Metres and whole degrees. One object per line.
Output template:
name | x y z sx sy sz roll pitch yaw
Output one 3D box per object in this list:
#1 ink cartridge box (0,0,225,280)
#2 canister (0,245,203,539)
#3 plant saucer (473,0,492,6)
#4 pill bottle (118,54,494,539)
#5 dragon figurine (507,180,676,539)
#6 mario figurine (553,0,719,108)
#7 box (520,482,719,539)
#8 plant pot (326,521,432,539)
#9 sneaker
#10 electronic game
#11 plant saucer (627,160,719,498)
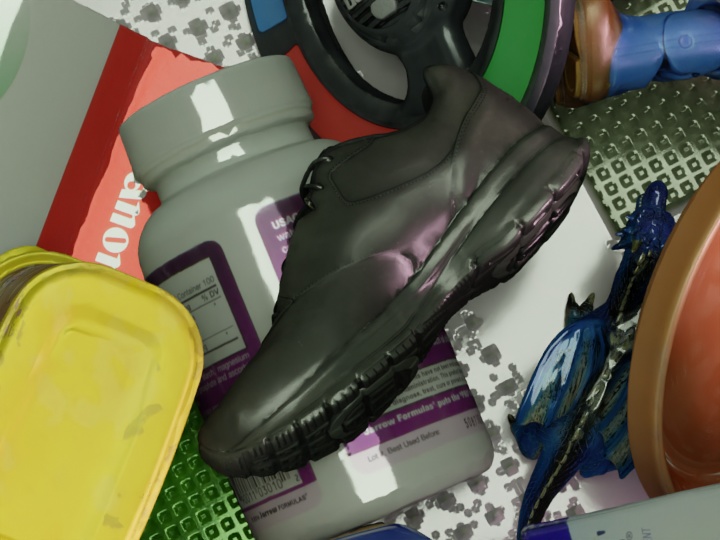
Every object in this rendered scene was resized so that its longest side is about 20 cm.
ink cartridge box | -0.154 -0.047 1.085 0.200 0.050 0.161 19 83 4
canister | -0.128 0.066 0.972 0.086 0.200 0.149 23 85 -11
plant saucer | 0.080 -0.213 1.114 0.201 0.039 0.201 0 83 0
pill bottle | -0.029 0.014 1.043 0.112 0.112 0.200 -22 85 -3
dragon figurine | 0.102 0.054 1.046 0.059 0.099 0.200 26 83 3
mario figurine | 0.179 -0.125 1.045 0.200 0.123 0.106 -7 126 -8
box | 0.193 0.125 0.901 0.200 0.184 0.105 -19 75 40
plant pot | -0.026 0.215 0.979 0.200 0.200 0.180 -17 76 -3
sneaker | 0.000 0.000 0.964 0.091 0.076 0.200 41 72 11
electronic game | 0.016 -0.132 1.039 0.042 0.200 0.200 -15 80 -41
plant saucer | 0.176 0.016 1.019 0.032 0.200 0.200 25 81 38
